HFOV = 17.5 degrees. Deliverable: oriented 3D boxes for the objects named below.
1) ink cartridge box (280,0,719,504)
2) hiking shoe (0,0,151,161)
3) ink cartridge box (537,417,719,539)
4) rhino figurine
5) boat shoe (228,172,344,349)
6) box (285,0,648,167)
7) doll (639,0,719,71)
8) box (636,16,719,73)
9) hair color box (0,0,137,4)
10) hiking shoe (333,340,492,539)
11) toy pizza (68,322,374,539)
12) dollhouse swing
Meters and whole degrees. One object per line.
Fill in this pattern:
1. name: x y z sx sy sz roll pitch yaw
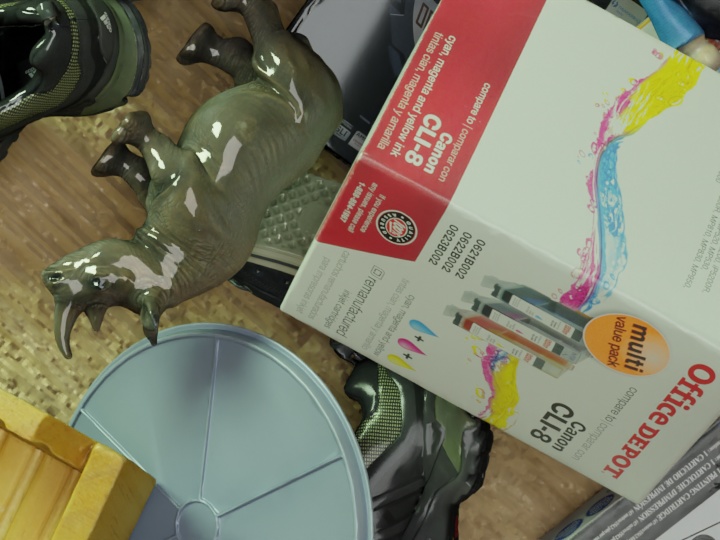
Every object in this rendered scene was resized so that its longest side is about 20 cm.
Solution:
1. ink cartridge box: 0.093 -0.019 1.082 0.199 0.145 0.145 28 56 -1
2. hiking shoe: -0.203 -0.086 1.127 0.199 0.101 0.076 -27 71 23
3. ink cartridge box: 0.200 0.119 1.223 0.200 0.044 0.094 -38 96 -2
4. rhino figurine: -0.083 -0.039 1.125 0.087 0.060 0.200 36 75 -3
5. boat shoe: 0.000 0.000 1.177 0.199 0.062 0.075 23 66 9
6. box: 0.066 -0.100 1.201 0.200 0.044 0.161 36 90 -6
7. doll: 0.186 -0.150 1.132 0.199 0.048 0.137 17 61 -11
8. box: 0.216 -0.112 1.179 0.200 0.041 0.119 -42 92 -25
9. hair color box: -0.095 -0.186 1.113 0.199 0.061 0.100 -5 81 34
10. hiking shoe: 0.001 0.138 1.193 0.100 0.076 0.201 15 83 12
11. toy pizza: -0.073 0.127 1.168 0.199 0.032 0.201 -2 87 33
12. dollhouse swing: -0.230 0.126 1.120 0.199 0.182 0.176 28 82 5
